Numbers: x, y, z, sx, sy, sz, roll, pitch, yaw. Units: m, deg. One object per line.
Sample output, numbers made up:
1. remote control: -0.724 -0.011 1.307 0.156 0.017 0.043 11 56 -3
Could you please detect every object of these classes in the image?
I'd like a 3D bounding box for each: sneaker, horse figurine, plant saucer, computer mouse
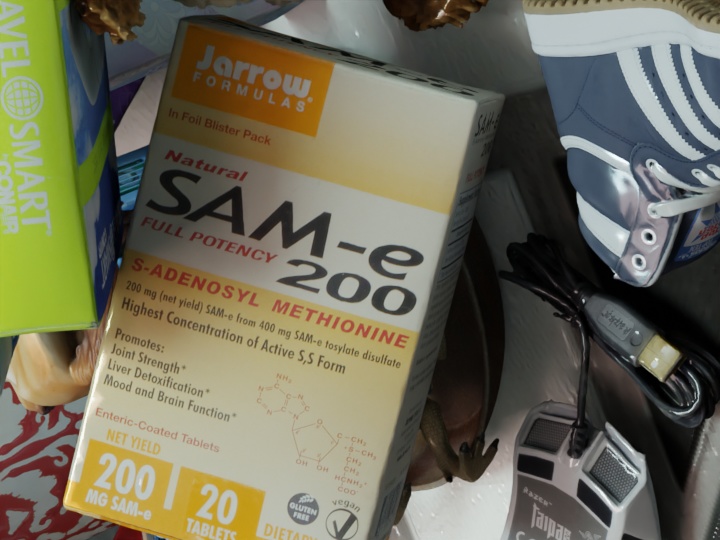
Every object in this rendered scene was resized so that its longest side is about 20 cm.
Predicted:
1. sneaker: 0.134 -0.048 1.024 0.200 0.070 0.109 13 118 60
2. horse figurine: -0.142 0.011 1.271 0.200 0.050 0.133 9 115 66
3. plant saucer: 0.000 0.000 1.289 0.200 0.034 0.201 34 136 39
4. computer mouse: 0.095 0.089 1.209 0.109 0.044 0.201 31 131 34

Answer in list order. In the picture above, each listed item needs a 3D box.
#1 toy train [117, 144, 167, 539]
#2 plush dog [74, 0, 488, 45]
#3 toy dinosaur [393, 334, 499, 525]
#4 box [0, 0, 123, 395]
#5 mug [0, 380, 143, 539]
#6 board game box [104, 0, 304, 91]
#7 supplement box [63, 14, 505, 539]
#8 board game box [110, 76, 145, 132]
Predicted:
1. toy train: -0.082 0.043 1.334 0.114 0.086 0.201 29 135 53
2. plush dog: -0.019 -0.154 1.091 0.201 0.171 0.161 88 -179 -50
3. toy dinosaur: 0.009 0.062 1.253 0.101 0.058 0.201 47 137 47
4. box: -0.123 -0.067 1.103 0.122 0.047 0.201 -89 -6 -72
5. mug: -0.164 0.104 1.443 0.133 0.199 0.179 -2 110 55
6. board game box: -0.144 -0.167 1.221 0.043 0.199 0.200 -28 88 56
7. supplement box: -0.030 0.011 1.153 0.125 0.074 0.201 15 99 9
8. board game box: -0.141 -0.088 1.356 0.032 0.121 0.200 32 154 -20
